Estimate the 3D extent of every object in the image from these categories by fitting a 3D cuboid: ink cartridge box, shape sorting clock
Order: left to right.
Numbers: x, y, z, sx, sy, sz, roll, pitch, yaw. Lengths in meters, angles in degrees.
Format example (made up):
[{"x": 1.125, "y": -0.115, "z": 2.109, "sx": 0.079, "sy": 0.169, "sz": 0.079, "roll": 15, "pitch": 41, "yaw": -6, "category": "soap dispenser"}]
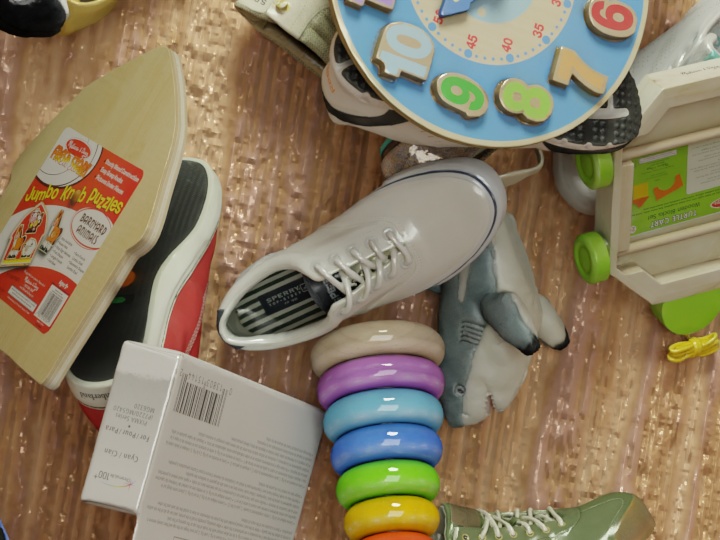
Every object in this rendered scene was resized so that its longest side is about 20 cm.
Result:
[{"x": -0.096, "y": 0.148, "z": 1.300, "sx": 0.044, "sy": 0.200, "sz": 0.178, "roll": 10, "pitch": 81, "yaw": 26, "category": "ink cartridge box"}, {"x": 0.075, "y": -0.170, "z": 1.264, "sx": 0.198, "sy": 0.039, "sz": 0.202, "roll": 2, "pitch": 83, "yaw": -15, "category": "shape sorting clock"}]

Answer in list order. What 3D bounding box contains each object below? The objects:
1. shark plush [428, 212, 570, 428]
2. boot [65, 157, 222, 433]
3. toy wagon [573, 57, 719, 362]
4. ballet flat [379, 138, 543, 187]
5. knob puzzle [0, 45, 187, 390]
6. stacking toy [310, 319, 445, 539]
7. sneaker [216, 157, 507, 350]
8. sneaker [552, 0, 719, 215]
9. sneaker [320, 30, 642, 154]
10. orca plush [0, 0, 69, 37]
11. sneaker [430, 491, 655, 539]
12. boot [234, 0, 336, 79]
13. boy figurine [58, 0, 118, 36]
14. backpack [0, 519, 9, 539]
[{"x": 0.058, "y": -0.006, "z": 1.405, "sx": 0.083, "sy": 0.091, "sz": 0.201, "roll": -22, "pitch": 95, "yaw": 19, "category": "shark plush"}, {"x": -0.120, "y": 0.041, "z": 1.369, "sx": 0.072, "sy": 0.145, "sz": 0.201, "roll": 1, "pitch": 48, "yaw": 17, "category": "boot"}, {"x": 0.207, "y": -0.035, "z": 1.412, "sx": 0.154, "sy": 0.040, "sz": 0.201, "roll": -14, "pitch": 124, "yaw": -19, "category": "toy wagon"}, {"x": 0.105, "y": -0.098, "z": 1.380, "sx": 0.199, "sy": 0.068, "sz": 0.067, "roll": -35, "pitch": 76, "yaw": -6, "category": "ballet flat"}, {"x": -0.156, "y": -0.039, "z": 1.309, "sx": 0.030, "sy": 0.219, "sz": 0.221, "roll": 32, "pitch": 80, "yaw": -32, "category": "knob puzzle"}, {"x": 0.020, "y": 0.136, "z": 1.350, "sx": 0.085, "sy": 0.085, "sz": 0.202, "roll": -2, "pitch": 70, "yaw": -11, "category": "stacking toy"}, {"x": 0.000, "y": 0.000, "z": 1.340, "sx": 0.199, "sy": 0.071, "sz": 0.073, "roll": -30, "pitch": 102, "yaw": 25, "category": "sneaker"}, {"x": 0.203, "y": -0.119, "z": 1.427, "sx": 0.075, "sy": 0.088, "sz": 0.200, "roll": 45, "pitch": 80, "yaw": -6, "category": "sneaker"}, {"x": 0.070, "y": -0.107, "z": 1.319, "sx": 0.198, "sy": 0.080, "sz": 0.074, "roll": 11, "pitch": 69, "yaw": -14, "category": "sneaker"}, {"x": -0.250, "y": -0.223, "z": 1.332, "sx": 0.071, "sy": 0.105, "sz": 0.201, "roll": -21, "pitch": 89, "yaw": -41, "category": "orca plush"}, {"x": 0.084, "y": 0.179, "z": 1.391, "sx": 0.199, "sy": 0.067, "sz": 0.090, "roll": -34, "pitch": 98, "yaw": -8, "category": "sneaker"}, {"x": -0.029, "y": -0.224, "z": 1.385, "sx": 0.200, "sy": 0.072, "sz": 0.155, "roll": 44, "pitch": 81, "yaw": -25, "category": "boot"}, {"x": -0.146, "y": -0.240, "z": 1.384, "sx": 0.124, "sy": 0.064, "sz": 0.201, "roll": 34, "pitch": 77, "yaw": -9, "category": "boy figurine"}, {"x": -0.300, "y": 0.198, "z": 1.266, "sx": 0.198, "sy": 0.183, "sz": 0.148, "roll": -3, "pitch": 109, "yaw": -14, "category": "backpack"}]
